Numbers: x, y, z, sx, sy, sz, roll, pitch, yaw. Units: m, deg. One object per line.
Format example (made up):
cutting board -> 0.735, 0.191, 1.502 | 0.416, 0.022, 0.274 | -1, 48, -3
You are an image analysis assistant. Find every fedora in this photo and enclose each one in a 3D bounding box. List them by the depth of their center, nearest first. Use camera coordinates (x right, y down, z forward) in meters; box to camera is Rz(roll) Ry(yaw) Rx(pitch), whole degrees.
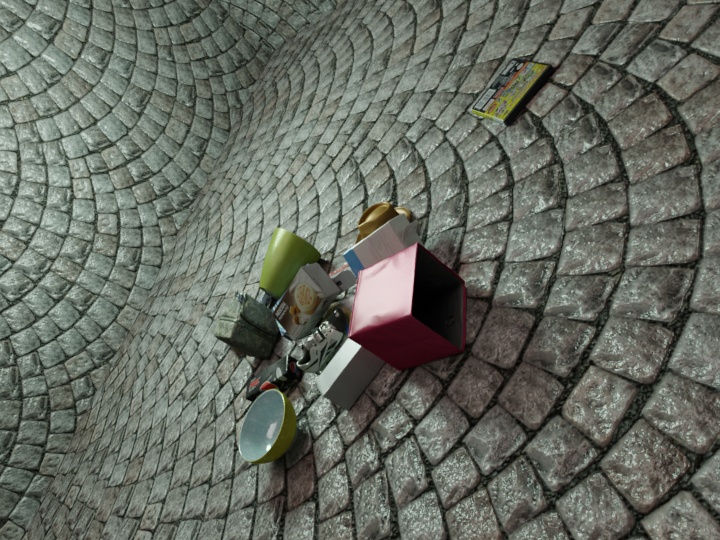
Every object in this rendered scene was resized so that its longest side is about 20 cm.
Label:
fedora -> 0.055, -0.146, 1.667 | 0.198, 0.082, 0.202 | -26, 32, 17

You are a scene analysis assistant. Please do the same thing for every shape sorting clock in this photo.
shape sorting clock -> -0.065, 0.205, 1.551 | 0.198, 0.039, 0.205 | -20, 63, 43

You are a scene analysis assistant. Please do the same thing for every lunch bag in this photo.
lunch bag -> -0.372, 0.183, 1.847 | 0.138, 0.199, 0.171 | -4, 58, 48

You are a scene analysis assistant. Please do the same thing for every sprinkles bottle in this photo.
sprinkles bottle -> -0.027, 0.106, 1.594 | 0.198, 0.068, 0.070 | -18, 47, 43

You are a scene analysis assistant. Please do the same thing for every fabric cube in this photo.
fabric cube -> 0.116, 0.094, 1.307 | 0.197, 0.199, 0.200 | -26, 43, 39

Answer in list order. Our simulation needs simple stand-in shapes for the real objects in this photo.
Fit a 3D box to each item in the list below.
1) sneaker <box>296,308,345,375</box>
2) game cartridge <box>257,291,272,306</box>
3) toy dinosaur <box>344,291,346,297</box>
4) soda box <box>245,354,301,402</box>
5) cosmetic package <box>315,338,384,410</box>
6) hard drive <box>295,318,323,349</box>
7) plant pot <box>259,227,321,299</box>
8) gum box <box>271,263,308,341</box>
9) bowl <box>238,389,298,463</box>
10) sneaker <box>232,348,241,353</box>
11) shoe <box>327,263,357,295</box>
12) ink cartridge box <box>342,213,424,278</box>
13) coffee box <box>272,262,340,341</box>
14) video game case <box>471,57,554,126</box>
sneaker -> -0.110, 0.194, 1.510 | 0.074, 0.087, 0.203 | 35, 102, 50
game cartridge -> -0.322, 0.059, 1.993 | 0.203, 0.040, 0.133 | -64, 8, -29
toy dinosaur -> 0.000, 0.000, 1.664 | 0.199, 0.060, 0.108 | -36, 38, 27
soda box -> -0.269, 0.341, 1.699 | 0.199, 0.063, 0.072 | -35, 37, 28
cosmetic package -> -0.016, 0.249, 1.425 | 0.201, 0.101, 0.074 | -51, 32, 3
hard drive -> -0.179, 0.159, 1.771 | 0.141, 0.038, 0.199 | -54, 32, 0
plant pot -> -0.259, -0.008, 1.883 | 0.185, 0.186, 0.203 | 8, 67, 54
gum box -> -0.195, 0.100, 1.770 | 0.201, 0.044, 0.170 | -51, 33, 8
bowl -> -0.236, 0.446, 1.522 | 0.198, 0.107, 0.203 | -32, 38, 30
sneaker -> -0.479, 0.247, 2.039 | 0.071, 0.075, 0.199 | -58, 32, -7
shoe -> -0.059, 0.030, 1.632 | 0.198, 0.072, 0.091 | -27, 5, 40
ink cartridge box -> 0.077, -0.056, 1.512 | 0.198, 0.127, 0.128 | -33, 1, 30
coffee box -> -0.160, 0.093, 1.607 | 0.115, 0.079, 0.201 | 47, 123, 17
video game case -> 0.439, -0.525, 1.605 | 0.201, 0.025, 0.181 | -50, 33, 6
